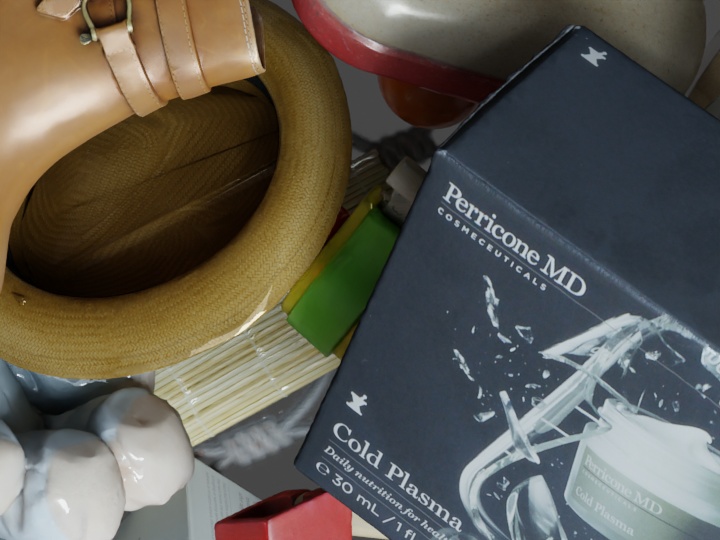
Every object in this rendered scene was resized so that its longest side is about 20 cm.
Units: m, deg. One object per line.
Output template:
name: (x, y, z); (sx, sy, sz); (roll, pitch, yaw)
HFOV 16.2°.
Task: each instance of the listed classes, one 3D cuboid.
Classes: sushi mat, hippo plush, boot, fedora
sushi mat: (-0.056, 0.025, 1.216); (0.199, 0.012, 0.096); (-29, 117, 5)
hippo plush: (-0.187, 0.111, 1.146); (0.199, 0.160, 0.162); (15, 116, -10)
boot: (-0.115, -0.076, 1.062); (0.154, 0.074, 0.201); (-3, 78, 6)
fedora: (-0.091, -0.032, 1.121); (0.200, 0.201, 0.082); (-30, 154, 6)

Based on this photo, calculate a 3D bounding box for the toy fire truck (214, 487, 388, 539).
toy fire truck: (0.039, 0.157, 1.122); (0.199, 0.049, 0.142); (-7, 87, -33)

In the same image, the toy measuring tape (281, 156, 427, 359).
toy measuring tape: (0.000, 0.000, 1.107); (0.073, 0.200, 0.074); (1, 81, -4)

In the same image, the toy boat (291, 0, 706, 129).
toy boat: (0.050, -0.111, 1.122); (0.199, 0.131, 0.131); (15, 143, -16)

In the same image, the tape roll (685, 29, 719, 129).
tape roll: (0.185, -0.094, 1.094); (0.037, 0.203, 0.203); (38, 106, -4)

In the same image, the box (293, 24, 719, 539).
box: (0.106, 0.047, 1.023); (0.200, 0.124, 0.197); (36, 133, 12)

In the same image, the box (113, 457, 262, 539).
box: (-0.046, 0.205, 1.255); (0.200, 0.098, 0.124); (35, 111, -23)
